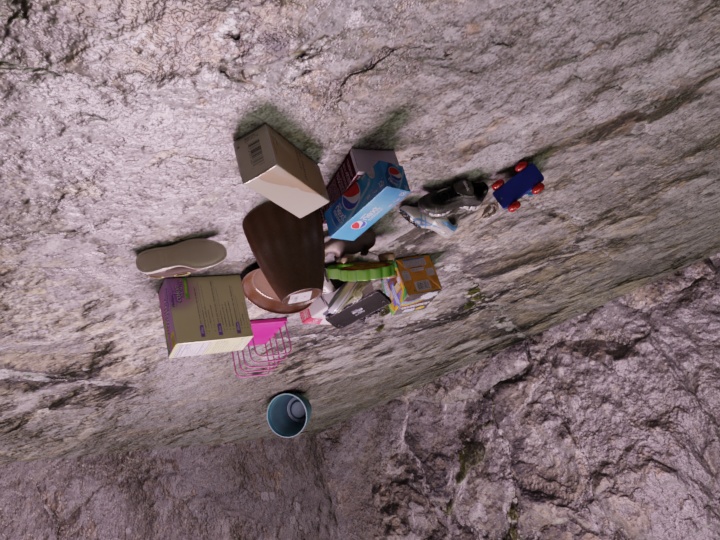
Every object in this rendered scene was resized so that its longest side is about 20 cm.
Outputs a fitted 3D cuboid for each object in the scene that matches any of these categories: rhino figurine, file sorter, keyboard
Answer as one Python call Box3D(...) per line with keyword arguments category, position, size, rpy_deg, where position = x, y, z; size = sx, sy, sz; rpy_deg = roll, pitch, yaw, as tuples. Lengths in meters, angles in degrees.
Box3D(category="rhino figurine", position=(-0.050, -0.062, 1.583), size=(0.198, 0.060, 0.088), rpy_deg=(-15, 164, -14))
Box3D(category="file sorter", position=(-0.326, 0.257, 2.039), size=(0.138, 0.127, 0.200), rpy_deg=(-2, 153, -33))
Box3D(category="keyboard", position=(-0.003, 0.114, 1.864), size=(0.199, 0.040, 0.104), rpy_deg=(-28, 134, 21))

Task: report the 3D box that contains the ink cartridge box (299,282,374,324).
Box3D(category="ink cartridge box", position=(-0.073, 0.085, 1.879), size=(0.199, 0.085, 0.144), rpy_deg=(-34, 154, 34))

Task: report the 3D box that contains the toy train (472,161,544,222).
Box3D(category="toy train", position=(0.367, -0.179, 1.565), size=(0.199, 0.085, 0.116), rpy_deg=(-38, 167, 12))

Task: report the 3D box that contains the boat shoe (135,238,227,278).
Box3D(category="boat shoe", position=(-0.399, -0.023, 1.404), size=(0.197, 0.073, 0.060), rpy_deg=(-10, 163, -8))

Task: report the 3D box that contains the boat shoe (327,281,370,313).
Box3D(category="boat shoe", position=(-0.021, 0.055, 1.736), size=(0.072, 0.062, 0.200), rpy_deg=(-39, -169, 50))

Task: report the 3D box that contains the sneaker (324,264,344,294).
Box3D(category="sneaker", position=(-0.132, 0.031, 1.722), size=(0.198, 0.075, 0.089), rpy_deg=(-21, 160, 7))

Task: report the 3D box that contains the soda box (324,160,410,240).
Box3D(category="soda box", position=(0.010, -0.139, 1.280), size=(0.067, 0.065, 0.200), rpy_deg=(5, 149, -39))

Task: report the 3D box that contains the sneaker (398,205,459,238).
Box3D(category="sneaker", position=(0.174, -0.138, 1.585), size=(0.199, 0.072, 0.073), rpy_deg=(14, 109, -42))

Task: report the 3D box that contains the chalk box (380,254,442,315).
Box3D(category="chalk box", position=(0.147, 0.054, 1.925), size=(0.123, 0.125, 0.200), rpy_deg=(-9, 158, -21))

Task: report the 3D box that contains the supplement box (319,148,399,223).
Box3D(category="supplement box", position=(-0.006, -0.177, 1.345), size=(0.108, 0.061, 0.200), rpy_deg=(-3, 153, -30))

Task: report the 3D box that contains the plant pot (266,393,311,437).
Box3D(category="plant pot", position=(-0.320, 0.674, 2.965), size=(0.198, 0.202, 0.188), rpy_deg=(-22, 173, 12))

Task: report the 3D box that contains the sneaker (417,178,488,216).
Box3D(category="sneaker", position=(0.230, -0.184, 1.508), size=(0.198, 0.067, 0.091), rpy_deg=(-10, 154, -29))

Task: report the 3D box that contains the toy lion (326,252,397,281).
Box3D(category="toy lion", position=(0.000, 0.000, 1.597), size=(0.198, 0.070, 0.191), rpy_deg=(-3, -172, 24))

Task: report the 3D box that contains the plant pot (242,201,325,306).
Box3D(category="plant pot", position=(-0.154, -0.029, 1.396), size=(0.185, 0.202, 0.187), rpy_deg=(-14, 158, -6))

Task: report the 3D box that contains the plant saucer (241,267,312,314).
Box3D(category="plant saucer", position=(-0.217, 0.045, 1.664), size=(0.198, 0.037, 0.202), rpy_deg=(4, 140, 3))

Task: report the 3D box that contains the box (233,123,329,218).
Box3D(category="box", position=(-0.146, -0.183, 1.184), size=(0.077, 0.096, 0.200), rpy_deg=(-25, 158, 18))

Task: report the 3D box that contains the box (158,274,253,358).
Box3D(category="box", position=(-0.395, 0.115, 1.584), size=(0.198, 0.178, 0.097), rpy_deg=(-3, 154, -33))
